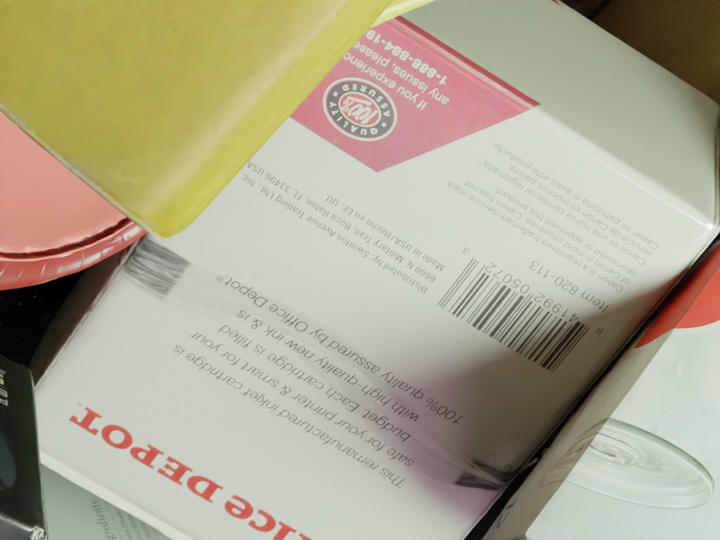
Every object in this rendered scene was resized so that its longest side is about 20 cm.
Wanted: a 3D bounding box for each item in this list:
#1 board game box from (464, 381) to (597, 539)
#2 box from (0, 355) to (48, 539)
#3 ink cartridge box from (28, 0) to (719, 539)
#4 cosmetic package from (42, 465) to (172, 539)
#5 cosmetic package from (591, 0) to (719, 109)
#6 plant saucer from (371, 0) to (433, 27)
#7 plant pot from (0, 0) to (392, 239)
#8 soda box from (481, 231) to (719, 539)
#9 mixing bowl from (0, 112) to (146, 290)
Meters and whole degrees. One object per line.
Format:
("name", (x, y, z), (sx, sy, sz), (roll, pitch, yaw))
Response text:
("board game box", (0.120, 0.065, 0.927), (0.200, 0.135, 0.028), (-37, 122, 12))
("box", (-0.214, 0.068, 0.777), (0.200, 0.086, 0.164), (29, 113, -25))
("ink cartridge box", (0.000, 0.000, 0.891), (0.146, 0.083, 0.200), (31, 120, -11))
("cosmetic package", (-0.116, 0.114, 1.000), (0.200, 0.081, 0.113), (-13, 141, -17))
("cosmetic package", (0.137, -0.063, 0.960), (0.200, 0.071, 0.105), (-43, 140, 18))
("plant saucer", (0.047, -0.185, 0.750), (0.200, 0.048, 0.200), (-24, 132, -16))
("plant pot", (-0.030, -0.171, 0.561), (0.200, 0.196, 0.194), (-40, 111, 23))
("soda box", (0.123, 0.026, 0.856), (0.200, 0.068, 0.063), (-52, -177, -15))
("mixing bowl", (-0.100, -0.069, 0.739), (0.200, 0.108, 0.200), (-16, 128, -22))
